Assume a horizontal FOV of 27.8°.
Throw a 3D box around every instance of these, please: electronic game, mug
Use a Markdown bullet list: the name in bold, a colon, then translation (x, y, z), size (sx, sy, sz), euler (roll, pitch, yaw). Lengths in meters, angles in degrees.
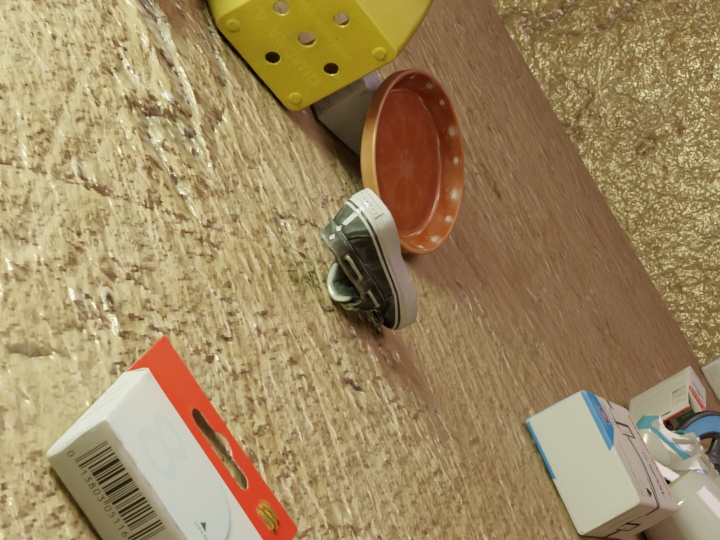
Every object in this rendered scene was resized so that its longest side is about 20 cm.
- **electronic game**: translation (0.496, 0.302, 2.085), size (0.200, 0.200, 0.041), euler (51, -26, -24)
- **mug**: translation (0.435, 0.355, 1.902), size (0.149, 0.187, 0.154), euler (-29, 76, -42)

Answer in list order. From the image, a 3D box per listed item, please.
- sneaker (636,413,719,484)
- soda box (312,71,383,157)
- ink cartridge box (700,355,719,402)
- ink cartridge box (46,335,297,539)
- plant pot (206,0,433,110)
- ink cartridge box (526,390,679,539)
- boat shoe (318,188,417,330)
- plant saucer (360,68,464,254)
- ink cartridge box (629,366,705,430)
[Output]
- **sneaker**: translation (0.451, 0.268, 1.998), size (0.199, 0.081, 0.076), euler (31, -15, -24)
- **soda box**: translation (0.019, -0.165, 1.644), size (0.200, 0.068, 0.064), euler (37, 26, -52)
- **ink cartridge box**: translation (0.900, 0.222, 3.357), size (0.109, 0.199, 0.050), euler (60, 16, 5)
- **ink cartridge box**: translation (-0.086, 0.124, 0.841), size (0.161, 0.047, 0.200), euler (56, 18, -8)
- **plant pot**: translation (-0.046, -0.284, 1.467), size (0.200, 0.199, 0.177), euler (48, 30, -34)
- **ink cartridge box**: translation (0.286, 0.231, 1.704), size (0.200, 0.084, 0.147), euler (23, 39, -63)
- **boat shoe**: translation (0.000, 0.000, 1.294), size (0.072, 0.071, 0.200), euler (53, -9, 32)
- **plant saucer**: translation (0.055, -0.118, 1.589), size (0.200, 0.032, 0.202), euler (2, 87, -57)
- **ink cartridge box**: translation (0.460, 0.216, 2.182), size (0.051, 0.109, 0.200), euler (56, 17, -4)
